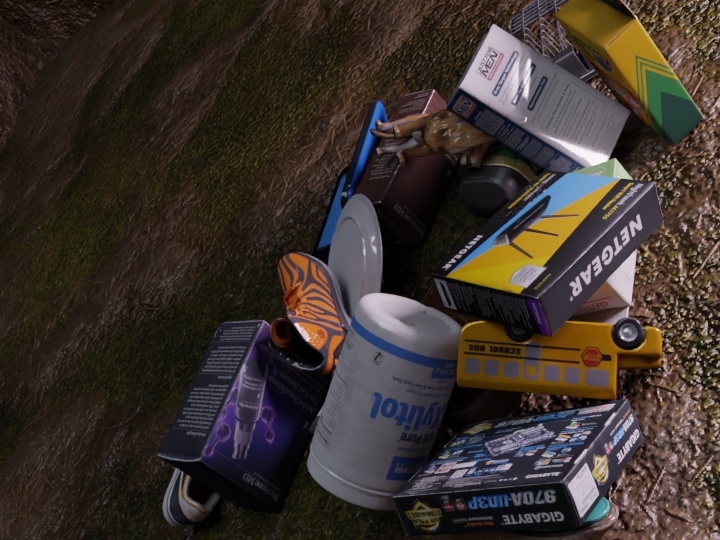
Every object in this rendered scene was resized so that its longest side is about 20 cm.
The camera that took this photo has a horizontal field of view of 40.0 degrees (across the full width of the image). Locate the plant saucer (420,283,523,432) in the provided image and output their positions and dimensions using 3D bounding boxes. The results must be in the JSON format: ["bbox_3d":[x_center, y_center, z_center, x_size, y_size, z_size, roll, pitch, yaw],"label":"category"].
[{"bbox_3d":[0.117,0.080,1.112,0.199,0.034,0.205,-19,66,51],"label":"plant saucer"}]

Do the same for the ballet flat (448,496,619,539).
[{"bbox_3d":[0.166,0.249,0.925,0.068,0.068,0.198,-32,11,-39],"label":"ballet flat"}]

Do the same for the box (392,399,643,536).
[{"bbox_3d":[0.149,0.190,0.948,0.198,0.047,0.158,-17,9,40],"label":"box"}]

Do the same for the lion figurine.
[{"bbox_3d":[0.090,-0.179,1.284,0.120,0.074,0.200,-17,23,-11],"label":"lion figurine"}]

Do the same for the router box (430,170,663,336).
[{"bbox_3d":[0.189,-0.024,1.003,0.199,0.052,0.148,-40,32,-27],"label":"router box"}]

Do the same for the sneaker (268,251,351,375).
[{"bbox_3d":[-0.077,0.050,1.271,0.201,0.111,0.078,54,124,33],"label":"sneaker"}]

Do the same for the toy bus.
[{"bbox_3d":[0.199,0.085,0.989,0.196,0.065,0.080,3,84,18],"label":"toy bus"}]

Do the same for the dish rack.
[{"bbox_3d":[0.274,-0.327,1.388,0.152,0.054,0.202,-27,37,29],"label":"dish rack"}]

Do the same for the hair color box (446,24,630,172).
[{"bbox_3d":[0.213,-0.194,1.189,0.101,0.198,0.061,-60,3,-19],"label":"hair color box"}]

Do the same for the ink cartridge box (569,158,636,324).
[{"bbox_3d":[0.240,-0.014,1.097,0.116,0.067,0.203,-17,45,40],"label":"ink cartridge box"}]

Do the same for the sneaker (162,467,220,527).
[{"bbox_3d":[-0.211,0.252,1.372,0.079,0.078,0.203,-22,49,41],"label":"sneaker"}]

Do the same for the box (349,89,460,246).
[{"bbox_3d":[0.073,-0.146,1.404,0.074,0.100,0.203,-1,57,49],"label":"box"}]

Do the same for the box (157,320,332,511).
[{"bbox_3d":[-0.146,0.189,1.291,0.103,0.148,0.203,-6,53,47],"label":"box"}]

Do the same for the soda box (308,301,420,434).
[{"bbox_3d":[0.022,0.134,1.218,0.070,0.063,0.202,11,65,54],"label":"soda box"}]

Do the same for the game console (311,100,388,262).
[{"bbox_3d":[-0.024,-0.130,1.499,0.116,0.172,0.203,3,55,20],"label":"game console"}]

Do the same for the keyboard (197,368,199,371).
[{"bbox_3d":[-0.186,0.149,1.392,0.102,0.040,0.201,16,46,23],"label":"keyboard"}]

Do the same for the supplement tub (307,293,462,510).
[{"bbox_3d":[0.029,0.140,1.079,0.132,0.130,0.204,39,115,58],"label":"supplement tub"}]

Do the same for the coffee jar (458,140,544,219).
[{"bbox_3d":[0.206,-0.159,1.268,0.103,0.085,0.202,4,59,52],"label":"coffee jar"}]

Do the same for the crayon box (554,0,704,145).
[{"bbox_3d":[0.300,-0.245,1.134,0.051,0.200,0.128,-42,33,10],"label":"crayon box"}]

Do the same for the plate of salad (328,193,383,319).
[{"bbox_3d":[0.000,0.000,1.327,0.200,0.047,0.205,-176,90,-70],"label":"plate of salad"}]
